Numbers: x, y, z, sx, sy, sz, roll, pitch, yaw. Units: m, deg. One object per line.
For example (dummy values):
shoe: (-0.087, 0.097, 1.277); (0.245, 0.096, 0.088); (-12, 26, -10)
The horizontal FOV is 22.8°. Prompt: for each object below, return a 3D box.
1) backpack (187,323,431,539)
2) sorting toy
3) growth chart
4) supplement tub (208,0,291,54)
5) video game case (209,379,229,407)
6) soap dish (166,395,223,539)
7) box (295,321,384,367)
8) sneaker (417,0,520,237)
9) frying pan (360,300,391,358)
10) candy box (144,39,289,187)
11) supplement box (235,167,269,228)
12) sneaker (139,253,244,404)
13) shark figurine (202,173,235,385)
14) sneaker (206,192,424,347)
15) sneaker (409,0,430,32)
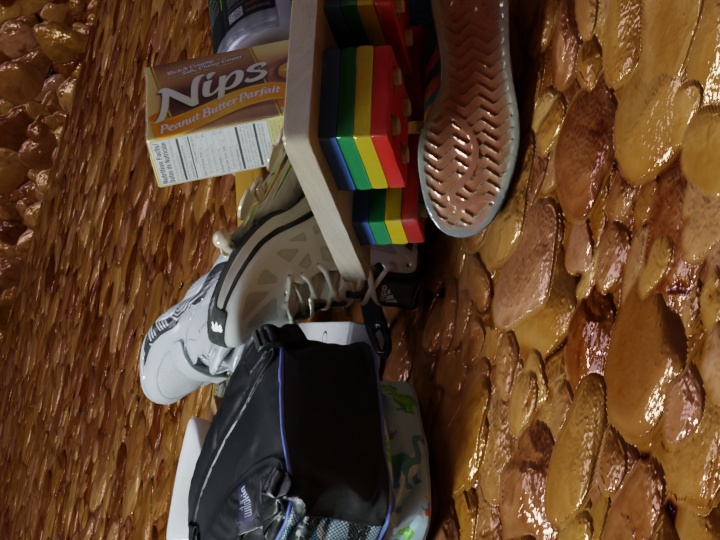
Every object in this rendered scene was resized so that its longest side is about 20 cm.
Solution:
backpack: (-0.038, 0.168, 1.279); (0.184, 0.146, 0.201); (-100, 31, -48)
sorting toy: (0.007, -0.126, 1.246); (0.200, 0.069, 0.200); (66, -156, -61)
growth chart: (-0.046, -0.073, 1.364); (0.201, 0.018, 0.145); (-60, -22, -20)
supplement tub: (-0.085, -0.236, 1.733); (0.201, 0.122, 0.123); (-101, 28, -50)
video game case: (-0.110, 0.071, 1.779); (0.181, 0.025, 0.202); (142, 136, -64)
soap dish: (-0.104, 0.226, 1.489); (0.201, 0.080, 0.158); (107, 154, -46)
box: (-0.035, 0.116, 1.492); (0.200, 0.036, 0.146); (171, 110, -74)
sneaker: (0.078, -0.122, 1.249); (0.080, 0.071, 0.202); (28, -115, -83)
frying pan: (0.010, -0.014, 1.419); (0.115, 0.031, 0.190); (-52, 44, 2)
candy box: (-0.085, -0.143, 1.544); (0.116, 0.198, 0.056); (-100, -2, -51)
supplement box: (-0.069, -0.053, 1.558); (0.201, 0.068, 0.067); (-94, 23, -44)
sneaker: (-0.130, 0.074, 1.589); (0.200, 0.075, 0.115); (-48, 35, 28)
shark figurine: (-0.114, -0.002, 1.675); (0.128, 0.089, 0.216); (-3, 74, 46)
sneaker: (-0.020, 0.003, 1.322); (0.201, 0.115, 0.076); (-45, -28, -40)
sneaker: (0.039, -0.219, 1.414); (0.078, 0.070, 0.202); (4, 84, 66)
